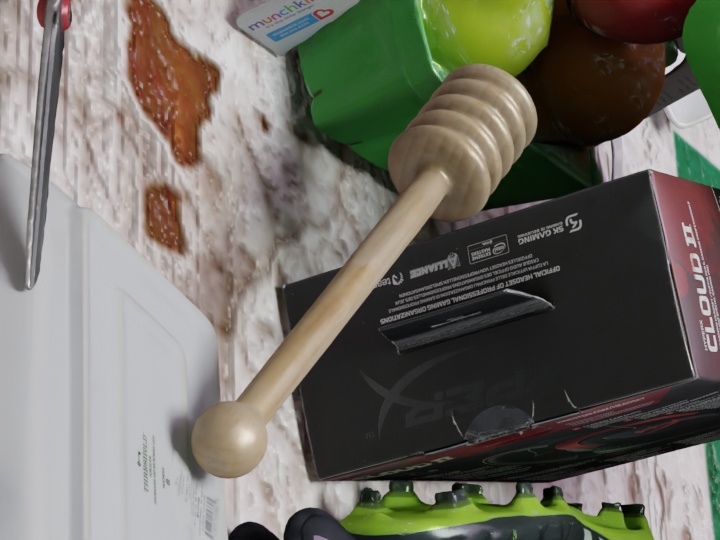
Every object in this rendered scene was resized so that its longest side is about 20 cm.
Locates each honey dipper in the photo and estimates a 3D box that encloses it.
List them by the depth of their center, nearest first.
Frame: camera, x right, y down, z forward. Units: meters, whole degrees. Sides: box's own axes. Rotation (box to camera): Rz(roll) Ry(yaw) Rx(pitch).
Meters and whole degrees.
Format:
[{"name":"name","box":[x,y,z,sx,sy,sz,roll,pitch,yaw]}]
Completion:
[{"name":"honey dipper","box":[0.000,0.000,0.754,0.038,0.038,0.200,61,42,-22]}]

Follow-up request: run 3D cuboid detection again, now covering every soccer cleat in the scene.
[{"name":"soccer cleat","box":[0.056,0.119,0.860,0.200,0.067,0.081,17,74,-57]}]

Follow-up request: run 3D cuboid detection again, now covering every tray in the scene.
[{"name":"tray","box":[-0.065,0.061,0.674,0.107,0.022,0.200,47,26,-40]}]

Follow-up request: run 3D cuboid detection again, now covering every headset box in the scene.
[{"name":"headset box","box":[0.078,0.026,0.856,0.200,0.148,0.075,8,68,-58]}]

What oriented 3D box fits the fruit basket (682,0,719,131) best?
[{"name":"fruit basket","box":[0.209,-0.036,0.864,0.216,0.155,0.216,55,-16,24]}]

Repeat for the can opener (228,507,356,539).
[{"name":"can opener","box":[0.024,0.155,0.783,0.200,0.063,0.079,60,32,-23]}]

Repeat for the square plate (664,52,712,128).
[{"name":"square plate","box":[0.200,-0.199,1.186,0.201,0.198,0.028,67,-13,-7]}]

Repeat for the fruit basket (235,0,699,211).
[{"name":"fruit basket","box":[0.082,-0.105,0.881,0.185,0.200,0.094,28,37,-51]}]

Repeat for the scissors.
[{"name":"scissors","box":[-0.092,-0.092,0.710,0.073,0.014,0.200,97,-3,-50]}]

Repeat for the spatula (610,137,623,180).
[{"name":"spatula","box":[0.112,-0.067,1.094,0.057,0.020,0.201,-35,105,-58]}]
